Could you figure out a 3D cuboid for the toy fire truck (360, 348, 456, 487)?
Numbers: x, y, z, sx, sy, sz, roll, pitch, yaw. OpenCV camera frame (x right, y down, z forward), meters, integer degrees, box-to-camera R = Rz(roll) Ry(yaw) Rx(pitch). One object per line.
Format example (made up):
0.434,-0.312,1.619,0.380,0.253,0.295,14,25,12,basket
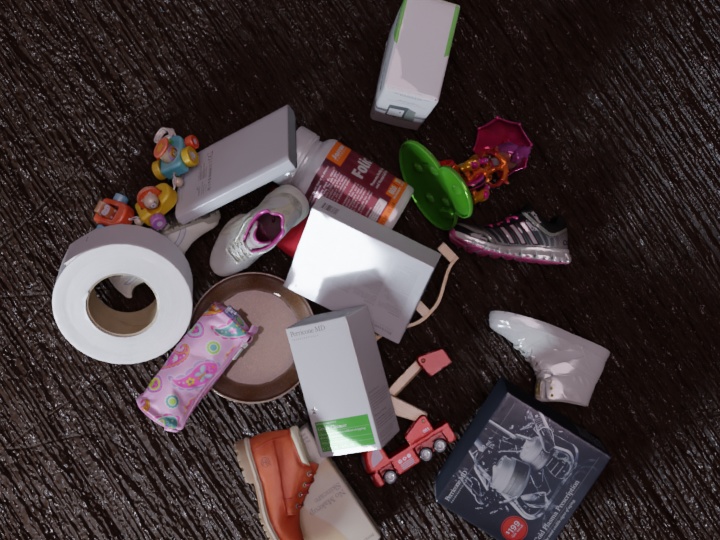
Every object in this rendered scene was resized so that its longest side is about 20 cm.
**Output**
0.074,0.225,1.448,0.199,0.049,0.141,-31,88,-4,toy fire truck

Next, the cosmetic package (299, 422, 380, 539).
-0.066,0.344,1.421,0.105,0.071,0.200,-36,89,-4,cosmetic package

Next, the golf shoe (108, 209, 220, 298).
-0.298,-0.030,1.446,0.199,0.078,0.098,-25,111,-4,golf shoe

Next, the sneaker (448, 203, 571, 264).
0.236,-0.063,1.465,0.199,0.074,0.088,8,85,-7,sneaker

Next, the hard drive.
-0.185,-0.158,1.396,0.199,0.026,0.132,-24,44,18,hard drive

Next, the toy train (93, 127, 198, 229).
-0.331,-0.137,1.414,0.150,0.056,0.201,21,78,38,toy train

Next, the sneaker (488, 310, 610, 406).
0.278,0.143,1.452,0.199,0.074,0.116,22,82,-3,sneaker

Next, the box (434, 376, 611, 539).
0.238,0.297,1.406,0.182,0.104,0.201,32,97,0,box

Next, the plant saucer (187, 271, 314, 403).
-0.166,0.104,1.449,0.199,0.037,0.202,0,86,-4,plant saucer

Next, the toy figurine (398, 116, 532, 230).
0.185,-0.165,1.424,0.184,0.200,0.151,-29,110,-16,toy figurine

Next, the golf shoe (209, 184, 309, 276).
-0.165,-0.050,1.402,0.075,0.092,0.200,45,118,-9,golf shoe

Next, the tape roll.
-0.348,0.035,1.382,0.201,0.071,0.203,-4,118,-7,tape roll

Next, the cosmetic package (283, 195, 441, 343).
0.000,0.000,1.397,0.199,0.052,0.151,27,122,4,cosmetic package

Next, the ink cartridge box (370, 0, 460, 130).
0.078,-0.308,1.408,0.084,0.200,0.146,13,86,-5,ink cartridge box

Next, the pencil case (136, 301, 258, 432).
-0.240,0.141,1.383,0.087,0.087,0.200,39,84,0,pencil case

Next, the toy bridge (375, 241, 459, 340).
0.083,0.048,1.470,0.067,0.027,0.200,45,86,0,toy bridge

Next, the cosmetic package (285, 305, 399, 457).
-0.025,0.162,1.385,0.107,0.085,0.201,-14,95,25,cosmetic package

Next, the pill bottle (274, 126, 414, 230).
-0.029,-0.128,1.433,0.199,0.114,0.115,31,85,-1,pill bottle

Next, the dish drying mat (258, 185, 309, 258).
-0.078,-0.045,1.473,0.200,0.018,0.077,37,86,0,dish drying mat

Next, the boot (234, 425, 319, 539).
-0.100,0.325,1.351,0.107,0.075,0.201,-19,87,-6,boot
